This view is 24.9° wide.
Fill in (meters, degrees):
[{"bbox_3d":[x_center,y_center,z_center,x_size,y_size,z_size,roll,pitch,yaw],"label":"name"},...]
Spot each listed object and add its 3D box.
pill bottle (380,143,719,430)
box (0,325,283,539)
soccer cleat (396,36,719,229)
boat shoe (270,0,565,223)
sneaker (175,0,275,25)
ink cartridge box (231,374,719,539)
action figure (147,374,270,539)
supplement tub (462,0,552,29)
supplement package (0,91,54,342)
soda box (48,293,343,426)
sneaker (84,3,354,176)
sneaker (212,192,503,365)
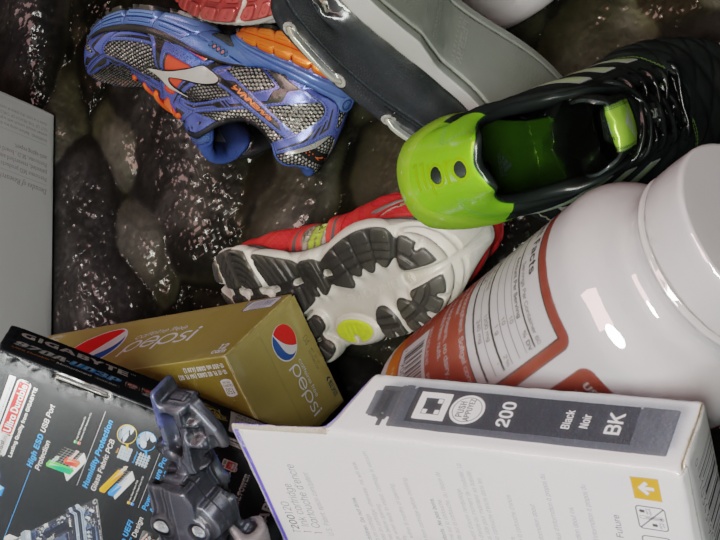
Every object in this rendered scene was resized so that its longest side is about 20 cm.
[{"bbox_3d":[0.103,0.034,0.709,0.200,0.111,0.113,-41,56,42],"label":"pill bottle"},{"bbox_3d":[-0.131,0.150,0.779,0.158,0.046,0.202,21,98,-7],"label":"box"},{"bbox_3d":[0.108,-0.061,0.725,0.081,0.199,0.068,-9,100,60],"label":"soccer cleat"},{"bbox_3d":[0.043,-0.085,0.782,0.060,0.200,0.076,-30,25,41],"label":"boat shoe"},{"bbox_3d":[-0.065,-0.180,0.901,0.200,0.081,0.079,42,118,58],"label":"sneaker"},{"bbox_3d":[0.064,0.131,0.699,0.198,0.199,0.044,3,41,28],"label":"ink cartridge box"},{"bbox_3d":[-0.061,0.154,0.678,0.192,0.104,0.202,4,119,40],"label":"action figure"},{"bbox_3d":[0.030,-0.234,0.841,0.144,0.145,0.202,-28,64,25],"label":"supplement tub"},{"bbox_3d":[-0.269,-0.006,1.001,0.116,0.117,0.202,-12,72,30],"label":"supplement package"},{"bbox_3d":[-0.110,0.068,0.877,0.199,0.064,0.068,-10,113,41],"label":"soda box"},{"bbox_3d":[-0.089,-0.103,0.934,0.199,0.075,0.079,14,89,37],"label":"sneaker"},{"bbox_3d":[0.000,0.000,0.853,0.199,0.085,0.078,-9,112,50],"label":"sneaker"}]
